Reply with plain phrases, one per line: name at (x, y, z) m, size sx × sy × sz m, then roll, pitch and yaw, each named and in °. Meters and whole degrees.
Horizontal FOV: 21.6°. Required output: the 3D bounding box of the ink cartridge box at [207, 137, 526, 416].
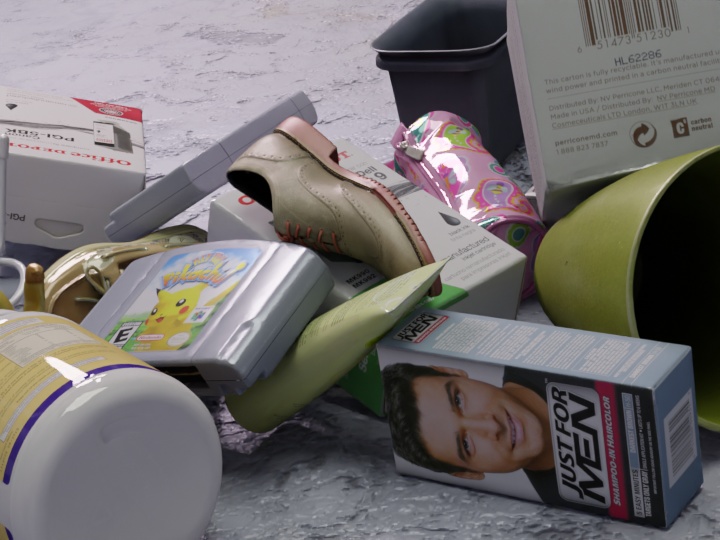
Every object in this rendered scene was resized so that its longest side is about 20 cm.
ink cartridge box at (0.000, 0.000, 1.403) m, size 0.199 × 0.085 × 0.145 m, roll 34°, pitch 45°, yaw 32°

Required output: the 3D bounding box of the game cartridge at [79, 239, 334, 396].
game cartridge at (-0.119, 0.032, 1.323) m, size 0.199 × 0.041 × 0.134 m, roll -4°, pitch 35°, yaw 40°

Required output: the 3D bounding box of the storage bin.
storage bin at (0.094, -0.175, 1.788) m, size 0.144 × 0.136 × 0.200 m, roll 3°, pitch 24°, yaw 24°

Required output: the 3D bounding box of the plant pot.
plant pot at (0.207, 0.008, 1.300) m, size 0.186 × 0.189 × 0.200 m, roll -19°, pitch 10°, yaw -23°

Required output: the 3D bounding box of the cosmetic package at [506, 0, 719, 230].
cosmetic package at (0.204, -0.137, 1.427) m, size 0.166 × 0.168 × 0.200 m, roll -11°, pitch -8°, yaw 4°

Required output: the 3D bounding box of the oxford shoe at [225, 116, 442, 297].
oxford shoe at (-0.019, -0.030, 1.326) m, size 0.074 × 0.071 × 0.200 m, roll -32°, pitch 46°, yaw -19°

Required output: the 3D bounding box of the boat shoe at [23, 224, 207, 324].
boat shoe at (-0.182, 0.010, 1.528) m, size 0.062 × 0.074 × 0.199 m, roll 11°, pitch 29°, yaw 44°

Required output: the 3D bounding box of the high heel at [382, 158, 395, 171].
high heel at (-0.016, -0.032, 1.607) m, size 0.095 × 0.068 × 0.201 m, roll -25°, pitch 25°, yaw 30°

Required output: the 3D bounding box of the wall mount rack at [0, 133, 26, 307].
wall mount rack at (-0.370, -0.029, 1.622) m, size 0.198 × 0.075 × 0.175 m, roll 3°, pitch 55°, yaw 27°

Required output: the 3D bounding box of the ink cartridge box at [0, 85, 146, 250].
ink cartridge box at (-0.273, -0.094, 1.744) m, size 0.145 × 0.084 × 0.200 m, roll 8°, pitch 20°, yaw -12°

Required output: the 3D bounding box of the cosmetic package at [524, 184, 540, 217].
cosmetic package at (0.217, -0.081, 1.632) m, size 0.082 × 0.051 × 0.200 m, roll 5°, pitch 26°, yaw 27°

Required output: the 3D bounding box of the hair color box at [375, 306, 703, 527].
hair color box at (0.113, 0.090, 1.203) m, size 0.199 × 0.100 × 0.061 m, roll 8°, pitch 29°, yaw 34°

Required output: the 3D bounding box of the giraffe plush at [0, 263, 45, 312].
giraffe plush at (-0.330, 0.067, 1.391) m, size 0.199 × 0.173 × 0.163 m, roll 24°, pitch 32°, yaw -11°

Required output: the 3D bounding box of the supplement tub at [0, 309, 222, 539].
supplement tub at (-0.195, 0.110, 1.207) m, size 0.145 × 0.147 × 0.199 m, roll -22°, pitch 27°, yaw -30°

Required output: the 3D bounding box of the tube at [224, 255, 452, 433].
tube at (-0.019, 0.051, 1.273) m, size 0.052 × 0.200 × 0.058 m, roll 21°, pitch 51°, yaw -31°

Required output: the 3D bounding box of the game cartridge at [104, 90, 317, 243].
game cartridge at (-0.121, -0.091, 1.629) m, size 0.133 × 0.042 × 0.200 m, roll -24°, pitch 9°, yaw 37°

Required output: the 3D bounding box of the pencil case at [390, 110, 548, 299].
pencil case at (0.086, -0.054, 1.532) m, size 0.087 × 0.088 × 0.200 m, roll -13°, pitch 35°, yaw -11°
